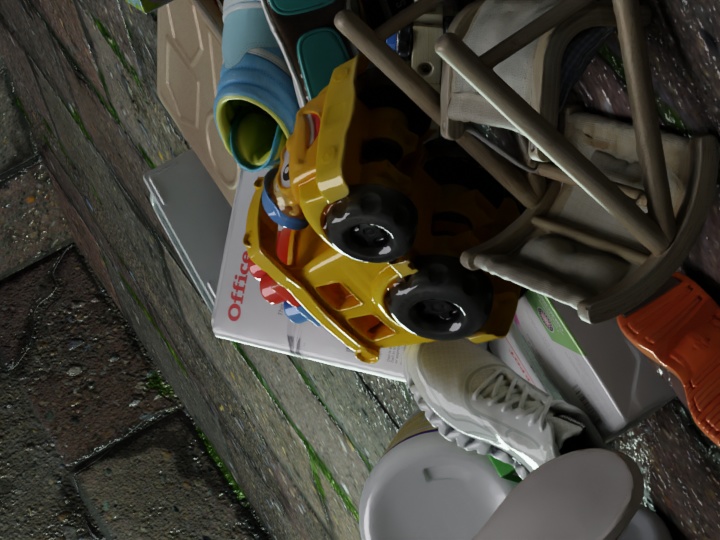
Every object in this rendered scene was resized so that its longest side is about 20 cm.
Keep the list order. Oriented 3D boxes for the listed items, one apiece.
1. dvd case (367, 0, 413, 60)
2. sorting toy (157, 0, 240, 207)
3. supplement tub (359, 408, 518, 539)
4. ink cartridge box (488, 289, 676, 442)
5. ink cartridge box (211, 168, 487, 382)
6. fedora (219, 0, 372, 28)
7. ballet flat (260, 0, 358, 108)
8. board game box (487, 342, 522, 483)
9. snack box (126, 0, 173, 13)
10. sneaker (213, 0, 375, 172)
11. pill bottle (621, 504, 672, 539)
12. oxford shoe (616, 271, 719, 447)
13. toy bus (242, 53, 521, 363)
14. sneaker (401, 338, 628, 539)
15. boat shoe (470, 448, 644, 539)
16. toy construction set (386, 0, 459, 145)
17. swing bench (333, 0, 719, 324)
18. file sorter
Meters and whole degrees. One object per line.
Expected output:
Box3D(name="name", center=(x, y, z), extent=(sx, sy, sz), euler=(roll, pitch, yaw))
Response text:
Box3D(name="dvd case", center=(-0.002, -0.212, 1.722), extent=(0.200, 0.025, 0.150), euler=(40, 156, 60))
Box3D(name="sorting toy", center=(-0.118, -0.153, 1.774), extent=(0.185, 0.036, 0.200), euler=(55, 157, 37))
Box3D(name="supplement tub", center=(0.085, 0.183, 1.821), extent=(0.145, 0.145, 0.200), euler=(63, -165, -5))
Box3D(name="ink cartridge box", center=(0.161, 0.062, 1.560), extent=(0.117, 0.067, 0.200), euler=(58, 166, 8))
Box3D(name="ink cartridge box", center=(0.000, 0.000, 1.659), extent=(0.200, 0.146, 0.084), euler=(12, -178, 32))
Box3D(name="fedora", center=(-0.067, -0.232, 1.683), extent=(0.201, 0.082, 0.201), euler=(56, 166, 22))
Box3D(name="ballet flat", center=(-0.036, -0.179, 1.532), extent=(0.069, 0.069, 0.200), euler=(-156, 51, -70))
Box3D(name="board game box", center=(0.102, 0.077, 1.730), extent=(0.200, 0.040, 0.153), euler=(61, -167, 21))
Box3D(name="snack box", center=(-0.096, -0.287, 1.527), extent=(0.053, 0.200, 0.142), euler=(35, 151, 62))
Box3D(name="sneaker", center=(-0.040, -0.111, 1.621), extent=(0.080, 0.131, 0.200), euler=(-12, 146, 39))
Box3D(name="pill bottle", center=(0.209, 0.288, 1.747), extent=(0.116, 0.116, 0.200), euler=(45, 160, 52))
Box3D(name="oxford shoe", center=(0.232, 0.073, 1.338), extent=(0.073, 0.071, 0.200), euler=(50, -177, -37))
Box3D(name="toy bus", center=(-0.011, -0.030, 1.501), extent=(0.200, 0.192, 0.136), euler=(44, -138, -37))
Box3D(name="sneaker", center=(0.115, 0.105, 1.520), extent=(0.200, 0.075, 0.081), euler=(40, 152, 12))
Box3D(name="boat shoe", center=(0.130, 0.192, 1.484), extent=(0.093, 0.200, 0.075), euler=(16, -139, -49))
Box3D(name="toy construction set", center=(0.040, -0.149, 1.569), extent=(0.131, 0.092, 0.200), euler=(-85, -18, -65))
Box3D(name="swing bench", center=(0.108, -0.093, 1.318), extent=(0.200, 0.130, 0.199), euler=(60, 168, -19))
Box3D(name="file sorter", center=(-0.072, -0.058, 1.931), extent=(0.139, 0.200, 0.125), euler=(61, 169, 5))
